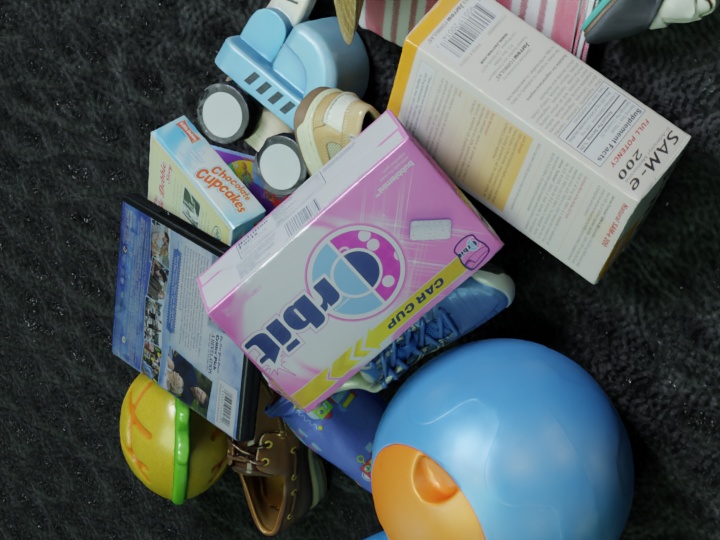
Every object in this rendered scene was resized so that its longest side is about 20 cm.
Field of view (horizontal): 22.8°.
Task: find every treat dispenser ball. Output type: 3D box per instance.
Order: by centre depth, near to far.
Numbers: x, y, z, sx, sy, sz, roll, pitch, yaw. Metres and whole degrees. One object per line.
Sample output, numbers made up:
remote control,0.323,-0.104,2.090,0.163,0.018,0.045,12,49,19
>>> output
treat dispenser ball,0.106,0.153,1.350,0.200,0.201,0.202,15,120,29

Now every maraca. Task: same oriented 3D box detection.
maraca,-0.158,0.130,1.564,0.200,0.106,0.138,110,157,-69

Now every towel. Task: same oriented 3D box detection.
towel,0.087,-0.215,1.307,0.199,0.030,0.147,26,125,25

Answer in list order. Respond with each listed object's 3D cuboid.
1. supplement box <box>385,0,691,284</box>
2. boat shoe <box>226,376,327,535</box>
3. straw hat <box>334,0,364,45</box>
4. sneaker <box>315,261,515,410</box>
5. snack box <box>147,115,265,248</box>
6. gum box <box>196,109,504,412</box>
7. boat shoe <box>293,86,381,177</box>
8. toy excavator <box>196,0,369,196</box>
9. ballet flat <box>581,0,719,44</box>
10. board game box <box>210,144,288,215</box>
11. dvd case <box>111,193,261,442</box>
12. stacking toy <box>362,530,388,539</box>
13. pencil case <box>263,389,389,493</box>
supplement box,0.121,-0.098,1.269,0.199,0.074,0.126,37,154,10
boat shoe,-0.080,0.149,1.536,0.072,0.068,0.201,15,137,31
straw hat,0.022,-0.261,1.251,0.084,0.201,0.203,-8,112,-6
sneaker,0.030,0.051,1.357,0.199,0.077,0.076,-23,135,25
snack box,-0.132,-0.021,1.481,0.116,0.037,0.201,49,151,24
gum box,-0.013,-0.002,1.279,0.200,0.066,0.114,-41,115,6
boat shoe,0.015,-0.046,1.342,0.076,0.072,0.201,13,144,41
toy excavator,-0.049,-0.189,1.386,0.194,0.100,0.201,41,115,14
ballet flat,0.222,-0.211,1.184,0.073,0.073,0.200,43,126,11
board game box,-0.092,-0.016,1.517,0.199,0.039,0.159,16,120,28
dvd case,-0.140,0.034,1.433,0.200,0.017,0.144,28,118,47
stacking toy,0.054,0.326,1.551,0.109,0.116,0.200,-31,106,41
pencil case,0.012,0.145,1.468,0.200,0.087,0.078,42,91,-11
